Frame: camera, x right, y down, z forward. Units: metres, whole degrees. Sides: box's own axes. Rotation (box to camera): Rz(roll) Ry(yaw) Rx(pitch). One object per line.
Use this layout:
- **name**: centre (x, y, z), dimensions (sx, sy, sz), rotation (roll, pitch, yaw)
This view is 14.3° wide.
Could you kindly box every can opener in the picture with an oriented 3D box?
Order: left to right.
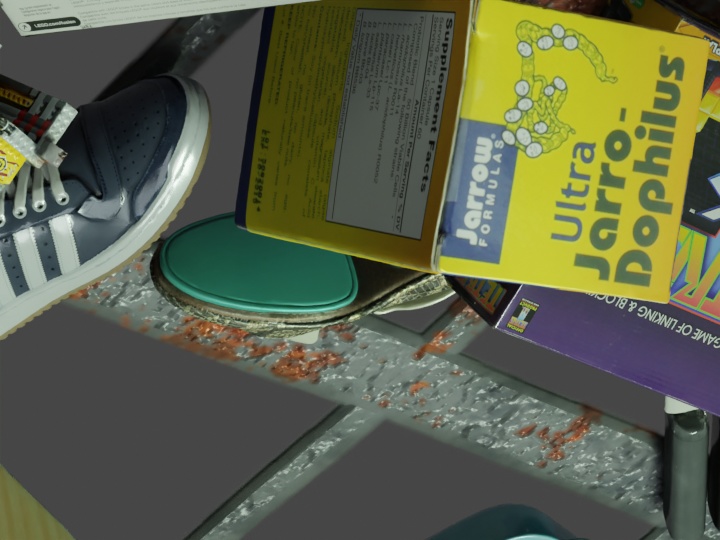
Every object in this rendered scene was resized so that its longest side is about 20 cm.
- **can opener**: centre (0.192, 0.094, 1.537), dimensions (0.053, 0.067, 0.200), rotation (-11, 141, -4)

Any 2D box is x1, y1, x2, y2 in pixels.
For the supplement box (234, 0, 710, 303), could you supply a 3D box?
- **supplement box**: centre (0.041, -0.055, 1.187), dimensions (0.109, 0.200, 0.109), rotation (7, 93, -26)

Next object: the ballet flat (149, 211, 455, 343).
- **ballet flat**: centre (0.000, 0.000, 1.366), dimensions (0.200, 0.068, 0.075), rotation (-13, 151, -9)

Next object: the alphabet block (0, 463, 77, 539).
- **alphabet block**: centre (-0.227, 0.233, 1.456), dimensions (0.195, 0.200, 0.196), rotation (-25, 141, 12)

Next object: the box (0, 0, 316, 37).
- **box**: centre (-0.067, -0.148, 1.113), dimensions (0.200, 0.035, 0.110), rotation (-4, 141, 25)

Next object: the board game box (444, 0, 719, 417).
- **board game box**: centre (0.161, -0.025, 1.348), dimensions (0.200, 0.057, 0.166), rotation (21, 104, -37)

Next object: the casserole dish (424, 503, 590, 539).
- **casserole dish**: centre (0.051, 0.192, 1.631), dimensions (0.200, 0.039, 0.121), rotation (-31, 139, 19)

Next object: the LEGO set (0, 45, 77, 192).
- **LEGO set**: centre (-0.210, -0.062, 1.137), dimensions (0.154, 0.116, 0.200), rotation (-51, 133, -15)

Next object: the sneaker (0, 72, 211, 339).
- **sneaker**: centre (-0.164, -0.033, 1.262), dimensions (0.200, 0.070, 0.108), rotation (-36, 139, 27)
